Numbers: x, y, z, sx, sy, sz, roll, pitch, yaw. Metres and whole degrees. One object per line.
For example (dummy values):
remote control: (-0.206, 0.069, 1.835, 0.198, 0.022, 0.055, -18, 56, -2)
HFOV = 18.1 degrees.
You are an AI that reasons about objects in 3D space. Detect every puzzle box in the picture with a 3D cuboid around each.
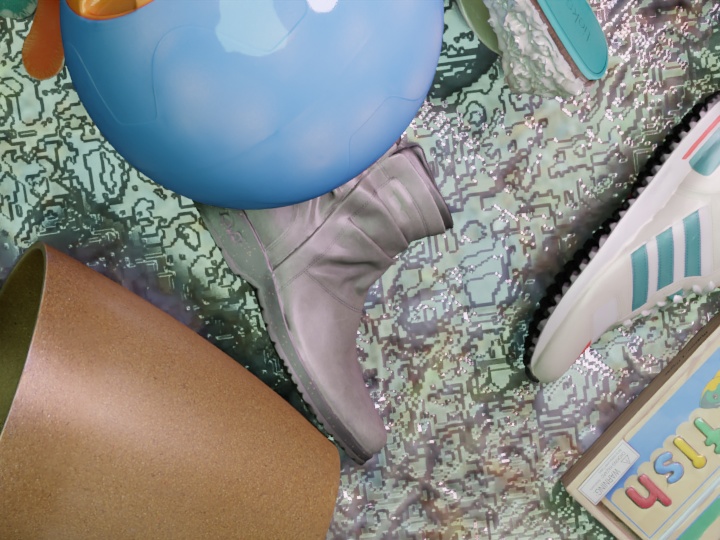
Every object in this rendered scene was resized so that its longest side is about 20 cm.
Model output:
puzzle box: (0.231, 0.098, 1.317, 0.133, 0.025, 0.200, 42, 96, -8)

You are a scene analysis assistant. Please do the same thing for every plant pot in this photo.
plant pot: (-0.119, 0.106, 1.247, 0.199, 0.186, 0.187, 21, 99, -19)

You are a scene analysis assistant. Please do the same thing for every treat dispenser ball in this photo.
treat dispenser ball: (-0.056, -0.133, 1.169, 0.199, 0.201, 0.203, 0, 100, -1)

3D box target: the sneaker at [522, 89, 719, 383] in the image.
sneaker: (0.176, -0.002, 1.274, 0.093, 0.070, 0.200, 37, 94, -1)

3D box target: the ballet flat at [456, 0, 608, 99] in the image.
ballet flat: (0.067, -0.171, 1.190, 0.071, 0.072, 0.201, -25, 117, 3)

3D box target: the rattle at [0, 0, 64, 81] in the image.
rattle: (-0.155, -0.217, 1.202, 0.143, 0.130, 0.201, -44, 132, -22)

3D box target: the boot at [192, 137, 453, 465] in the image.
boot: (0.000, 0.000, 1.277, 0.130, 0.068, 0.201, -29, 101, -2)
